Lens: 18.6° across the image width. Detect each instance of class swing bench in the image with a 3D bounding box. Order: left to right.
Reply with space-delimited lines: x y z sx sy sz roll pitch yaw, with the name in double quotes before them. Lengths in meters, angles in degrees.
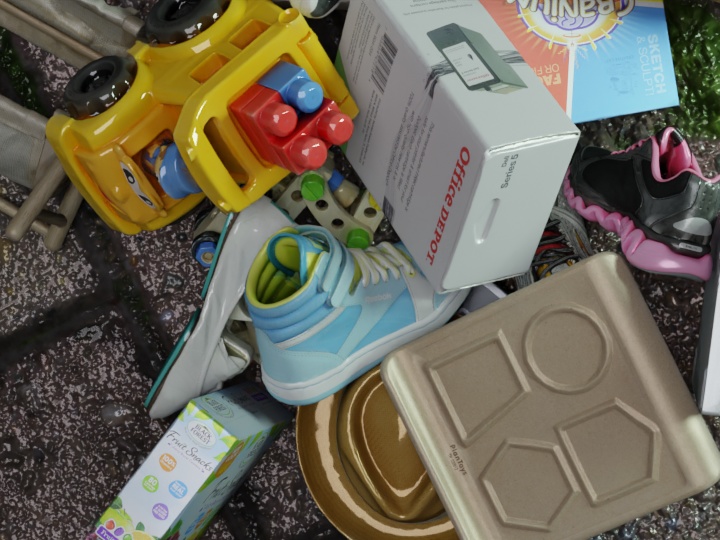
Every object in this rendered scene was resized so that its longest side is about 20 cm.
"swing bench" -0.286 -0.151 1.721 0.199 0.130 0.200 30 91 7

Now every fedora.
"fedora" 0.036 0.126 1.673 0.200 0.082 0.201 0 92 9

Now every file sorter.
"file sorter" 0.313 0.033 1.594 0.124 0.200 0.139 7 93 7

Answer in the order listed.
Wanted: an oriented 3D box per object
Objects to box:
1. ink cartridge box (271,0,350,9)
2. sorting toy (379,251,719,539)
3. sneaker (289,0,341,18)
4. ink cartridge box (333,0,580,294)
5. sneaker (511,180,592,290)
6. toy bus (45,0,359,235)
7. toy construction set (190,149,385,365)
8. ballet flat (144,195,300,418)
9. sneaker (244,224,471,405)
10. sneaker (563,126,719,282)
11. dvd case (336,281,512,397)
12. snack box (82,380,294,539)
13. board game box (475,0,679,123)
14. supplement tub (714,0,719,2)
"ink cartridge box" -0.016 -0.261 1.701 0.200 0.067 0.117 3 91 10
"sorting toy" 0.138 0.105 1.594 0.200 0.036 0.185 -26 90 18
"sneaker" -0.050 -0.279 1.637 0.081 0.075 0.200 -8 73 19
"ink cartridge box" 0.061 -0.105 1.605 0.084 0.146 0.200 -12 50 -27
"sneaker" 0.151 -0.004 1.666 0.078 0.082 0.200 -19 79 -6
"toy bus" -0.100 -0.105 1.600 0.200 0.192 0.136 -42 127 -13
"toy construction set" -0.055 -0.020 1.711 0.131 0.092 0.200 32 105 -18
"ballet flat" -0.100 0.038 1.661 0.069 0.069 0.200 28 108 7
"sneaker" 0.000 0.000 1.627 0.200 0.131 0.080 -38 44 -21
"sneaker" 0.214 -0.066 1.613 0.079 0.200 0.095 6 109 -21
"dvd case" 0.081 0.083 1.720 0.200 0.025 0.150 39 97 5
"snack box" -0.129 0.158 1.667 0.053 0.200 0.142 37 97 7
"board game box" 0.151 -0.210 1.655 0.153 0.040 0.200 -11 94 -16
"supplement tub" 0.259 -0.270 1.591 0.200 0.145 0.145 15 95 -19
